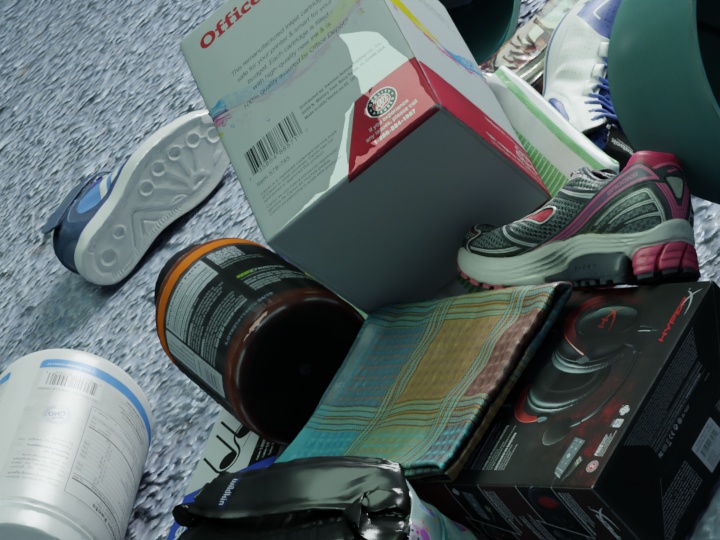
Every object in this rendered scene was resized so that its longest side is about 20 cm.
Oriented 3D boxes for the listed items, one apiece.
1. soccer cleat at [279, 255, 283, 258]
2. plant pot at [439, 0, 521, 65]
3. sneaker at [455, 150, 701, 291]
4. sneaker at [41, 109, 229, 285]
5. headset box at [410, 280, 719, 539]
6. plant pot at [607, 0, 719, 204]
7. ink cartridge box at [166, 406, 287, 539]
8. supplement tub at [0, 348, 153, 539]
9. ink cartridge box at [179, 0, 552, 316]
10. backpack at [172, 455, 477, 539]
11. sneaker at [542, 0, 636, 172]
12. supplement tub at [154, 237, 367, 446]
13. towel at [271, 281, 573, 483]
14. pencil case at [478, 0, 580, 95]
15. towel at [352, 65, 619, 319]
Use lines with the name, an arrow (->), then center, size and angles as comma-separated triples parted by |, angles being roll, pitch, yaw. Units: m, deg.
soccer cleat -> -0.001, 0.001, 1.574 | 0.065, 0.084, 0.200 | -50, 25, -16
plant pot -> 0.046, -0.251, 1.826 | 0.200, 0.200, 0.188 | -33, 10, 22
sneaker -> 0.132, -0.025, 1.331 | 0.200, 0.080, 0.075 | -7, 84, 55
sneaker -> -0.212, -0.082, 2.059 | 0.200, 0.081, 0.146 | -50, 28, -2
headset box -> 0.120, 0.088, 1.272 | 0.200, 0.075, 0.149 | -5, 44, 54
plant pot -> 0.238, -0.125, 1.308 | 0.201, 0.200, 0.161 | -52, 14, -20
ink cartridge box -> -0.073, 0.146, 1.513 | 0.094, 0.044, 0.200 | -27, 29, 35
supplement tub -> -0.231, 0.164, 1.624 | 0.132, 0.132, 0.200 | -30, 27, 27
ink cartridge box -> 0.001, -0.100, 1.447 | 0.145, 0.144, 0.201 | -38, 50, 16
backpack -> -0.021, 0.190, 1.264 | 0.199, 0.126, 0.168 | -25, 42, 33
sneaker -> 0.164, -0.099, 1.525 | 0.115, 0.081, 0.200 | 9, 63, 56
supplement tub -> -0.074, 0.040, 1.504 | 0.107, 0.107, 0.200 | -46, 29, -6
towel -> 0.031, 0.069, 1.326 | 0.200, 0.022, 0.147 | -12, 40, 58
pencil case -> 0.167, -0.180, 1.628 | 0.200, 0.078, 0.089 | -44, -17, -5
towel -> 0.070, -0.026, 1.467 | 0.200, 0.023, 0.153 | -49, 46, 5
